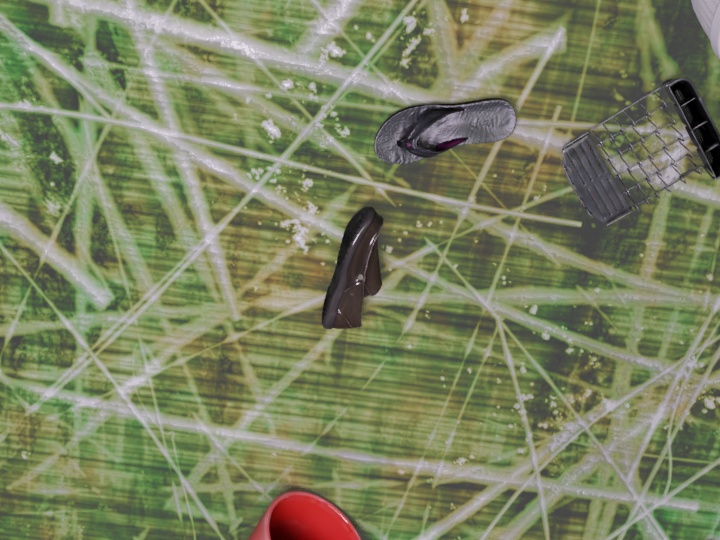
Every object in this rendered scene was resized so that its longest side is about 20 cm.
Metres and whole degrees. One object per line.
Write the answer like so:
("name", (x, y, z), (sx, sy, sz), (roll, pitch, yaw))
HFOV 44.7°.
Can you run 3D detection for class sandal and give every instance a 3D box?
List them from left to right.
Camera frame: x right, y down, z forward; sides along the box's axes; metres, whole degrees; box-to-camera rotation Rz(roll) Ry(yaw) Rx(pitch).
("sandal", (0.114, -0.193, 1.198), (0.199, 0.048, 0.076), (-13, 111, 5))

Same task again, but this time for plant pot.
("plant pot", (-0.115, 0.487, 1.402), (0.200, 0.201, 0.177), (35, 117, -12))

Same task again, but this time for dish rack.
("dish rack", (0.386, -0.156, 1.206), (0.199, 0.055, 0.154), (-31, 107, 12))

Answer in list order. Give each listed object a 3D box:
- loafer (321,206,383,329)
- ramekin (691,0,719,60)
("loafer", (0.000, 0.000, 1.270), (0.071, 0.073, 0.201), (14, 119, -11))
("ramekin", (0.501, -0.350, 1.063), (0.199, 0.105, 0.201), (-13, 145, -9))
